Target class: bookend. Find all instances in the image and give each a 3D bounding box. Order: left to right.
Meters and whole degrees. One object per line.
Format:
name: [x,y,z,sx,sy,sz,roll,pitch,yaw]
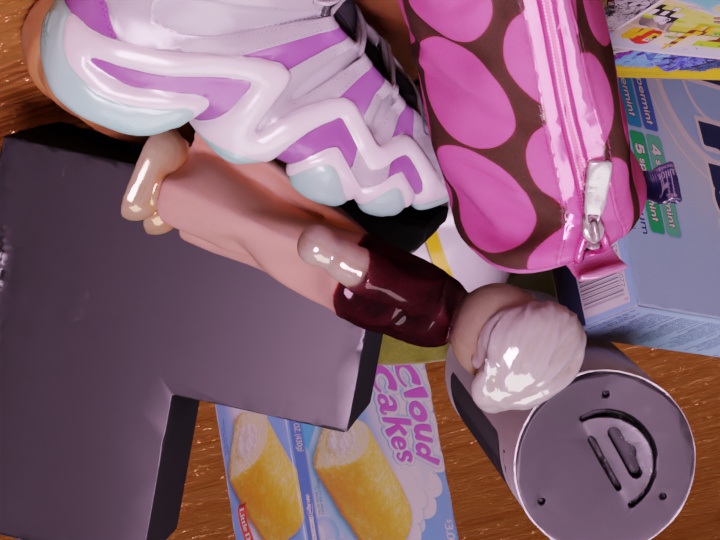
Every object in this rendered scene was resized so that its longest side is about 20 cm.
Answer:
bookend: [-0.077,0.049,1.106,0.198,0.200,0.092,11,-171,7]

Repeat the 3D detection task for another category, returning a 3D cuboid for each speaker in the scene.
speaker: [0.092,0.064,1.080,0.081,0.082,0.200,-9,-169,-5]

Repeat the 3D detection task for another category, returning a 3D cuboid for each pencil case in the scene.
pencil case: [0.058,-0.092,0.885,0.090,0.094,0.201,-19,129,2]

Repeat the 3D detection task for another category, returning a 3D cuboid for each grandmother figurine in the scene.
grandmother figurine: [0.000,0.000,0.980,0.199,0.061,0.121,25,-175,13]

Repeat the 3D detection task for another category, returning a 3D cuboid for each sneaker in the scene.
sneaker: [-0.013,-0.104,0.929,0.199,0.078,0.140,13,123,-30]

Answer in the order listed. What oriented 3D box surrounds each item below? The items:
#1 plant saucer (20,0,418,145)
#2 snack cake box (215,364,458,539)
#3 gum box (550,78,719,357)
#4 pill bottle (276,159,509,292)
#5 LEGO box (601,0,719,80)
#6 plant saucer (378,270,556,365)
plant saucer: [-0.050,-0.099,1.050,0.198,0.038,0.200,-9,163,-3]
snack cake box: [-0.020,0.075,1.358,0.114,0.202,0.067,3,159,-39]
gum box: [0.152,-0.048,1.108,0.044,0.171,0.199,-23,159,36]
pill bottle: [0.012,-0.029,1.186,0.198,0.112,0.111,-13,163,10]
LEGO box: [0.178,-0.141,0.976,0.199,0.078,0.149,-1,161,-28]
plant saucer: [0.067,-0.008,1.286,0.199,0.031,0.200,-16,-160,6]
